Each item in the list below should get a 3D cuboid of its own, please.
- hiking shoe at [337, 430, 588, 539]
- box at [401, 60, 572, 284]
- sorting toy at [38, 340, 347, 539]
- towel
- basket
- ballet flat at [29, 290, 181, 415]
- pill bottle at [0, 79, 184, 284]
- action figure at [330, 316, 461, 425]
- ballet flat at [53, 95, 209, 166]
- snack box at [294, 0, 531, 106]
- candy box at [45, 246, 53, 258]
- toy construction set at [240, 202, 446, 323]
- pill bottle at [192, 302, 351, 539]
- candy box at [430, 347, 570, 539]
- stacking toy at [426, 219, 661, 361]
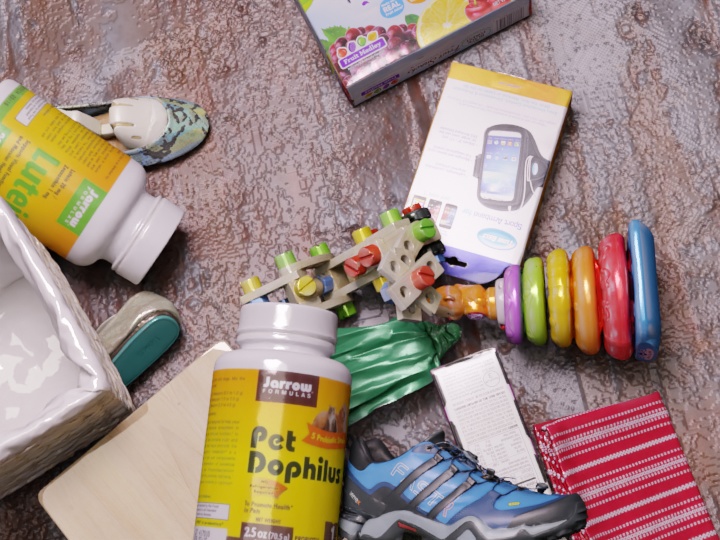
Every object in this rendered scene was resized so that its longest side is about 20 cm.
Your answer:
[{"bbox_3d":[0.070,0.163,0.910,0.199,0.074,0.087,-4,81,24],"label":"hiking shoe"},{"bbox_3d":[0.113,-0.086,1.132,0.119,0.041,0.201,17,80,12],"label":"box"},{"bbox_3d":[-0.124,0.200,1.014,0.199,0.070,0.200,-40,79,-6],"label":"sorting toy"},{"bbox_3d":[0.234,0.206,1.007,0.144,0.022,0.201,-9,71,-30],"label":"towel"},{"bbox_3d":[-0.321,0.078,1.009,0.198,0.161,0.200,-31,78,-7],"label":"basket"},{"bbox_3d":[-0.248,0.098,1.124,0.200,0.067,0.062,-42,46,-9],"label":"ballet flat"},{"bbox_3d":[-0.267,-0.075,1.114,0.200,0.111,0.111,34,80,-11],"label":"pill bottle"},{"bbox_3d":[-0.002,0.091,1.087,0.199,0.055,0.118,-22,73,6],"label":"action figure"},{"bbox_3d":[-0.249,-0.135,1.176,0.199,0.074,0.074,-9,74,4],"label":"ballet flat"},{"bbox_3d":[0.046,-0.270,1.183,0.200,0.053,0.142,-28,72,-1],"label":"snack box"},{"bbox_3d":[-0.384,0.032,1.154,0.200,0.056,0.117,-26,72,-2],"label":"candy box"},{"bbox_3d":[0.000,0.000,1.059,0.200,0.131,0.092,-8,98,47],"label":"toy construction set"},{"bbox_3d":[-0.065,0.130,0.935,0.109,0.109,0.201,3,77,8],"label":"pill bottle"},{"bbox_3d":[0.123,0.176,1.006,0.061,0.136,0.201,-20,74,3],"label":"candy box"},{"bbox_3d":[0.156,0.026,1.058,0.199,0.116,0.110,-3,74,10],"label":"stacking toy"}]
